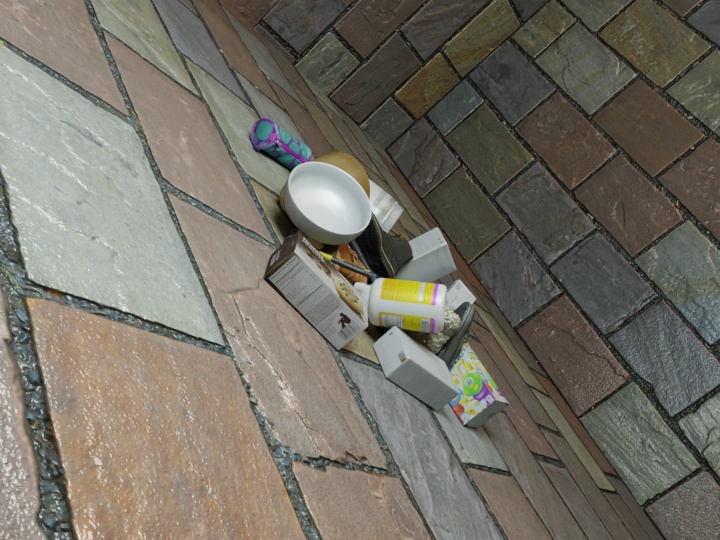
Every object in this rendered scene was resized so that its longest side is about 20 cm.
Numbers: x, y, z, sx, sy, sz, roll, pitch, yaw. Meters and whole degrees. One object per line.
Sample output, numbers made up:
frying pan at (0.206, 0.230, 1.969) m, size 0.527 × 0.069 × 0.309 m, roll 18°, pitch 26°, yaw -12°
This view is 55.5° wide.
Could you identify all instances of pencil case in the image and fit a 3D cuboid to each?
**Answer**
pencil case at (-0.210, -0.333, 1.841) m, size 0.092 × 0.085 × 0.200 m, roll 39°, pitch 7°, yaw 28°

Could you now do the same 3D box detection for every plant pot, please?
plant pot at (-0.102, -0.184, 1.644) m, size 0.187 × 0.186 × 0.200 m, roll 52°, pitch 30°, yaw 8°

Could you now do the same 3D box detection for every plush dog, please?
plush dog at (0.113, 0.130, 1.609) m, size 0.171 × 0.161 × 0.200 m, roll 33°, pitch -12°, yaw -9°

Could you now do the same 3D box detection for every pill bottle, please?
pill bottle at (0.083, 0.072, 1.472) m, size 0.198 × 0.105 × 0.104 m, roll 7°, pitch 10°, yaw 10°

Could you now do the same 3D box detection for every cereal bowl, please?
cereal bowl at (-0.080, -0.134, 1.482) m, size 0.198 × 0.083 × 0.201 m, roll 18°, pitch 46°, yaw -20°

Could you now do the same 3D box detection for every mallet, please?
mallet at (-0.065, -0.029, 1.433) m, size 0.198 × 0.041 × 0.066 m, roll 21°, pitch 13°, yaw -2°

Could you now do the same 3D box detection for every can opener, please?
can opener at (0.000, 0.000, 1.683) m, size 0.201 × 0.063 × 0.079 m, roll 56°, pitch -22°, yaw 4°

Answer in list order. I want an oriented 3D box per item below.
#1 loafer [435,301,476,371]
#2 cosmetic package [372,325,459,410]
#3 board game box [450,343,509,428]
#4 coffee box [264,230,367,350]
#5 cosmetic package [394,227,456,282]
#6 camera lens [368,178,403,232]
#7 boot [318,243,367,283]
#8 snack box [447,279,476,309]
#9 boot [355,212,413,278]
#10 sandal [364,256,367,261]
loafer at (0.224, 0.172, 1.648) m, size 0.063 × 0.201 × 0.072 m, roll 32°, pitch 0°, yaw -19°
cosmetic package at (0.121, 0.214, 1.478) m, size 0.200 × 0.074 × 0.102 m, roll 37°, pitch 19°, yaw -37°
board game box at (0.256, 0.271, 1.685) m, size 0.103 × 0.105 × 0.201 m, roll 28°, pitch 25°, yaw -56°
coffee box at (-0.080, 0.036, 1.283) m, size 0.200 × 0.080 × 0.113 m, roll 46°, pitch 15°, yaw -16°
cosmetic package at (0.149, -0.016, 1.864) m, size 0.081 × 0.198 × 0.113 m, roll -112°, pitch 177°, yaw -49°
camera lens at (-0.005, -0.165, 1.828) m, size 0.199 × 0.160 × 0.160 m, roll 37°, pitch 14°, yaw -2°
boot at (-0.038, -0.009, 1.547) m, size 0.155 × 0.073 × 0.201 m, roll 50°, pitch 24°, yaw -33°
snack box at (0.218, 0.119, 1.805) m, size 0.072 × 0.200 × 0.024 m, roll 48°, pitch -19°, yaw -9°
boot at (0.061, -0.084, 1.729) m, size 0.138 × 0.077 × 0.202 m, roll -40°, pitch 122°, yaw -42°
sandal at (0.042, -0.047, 1.919) m, size 0.212 × 0.070 × 0.078 m, roll 44°, pitch 15°, yaw -24°
